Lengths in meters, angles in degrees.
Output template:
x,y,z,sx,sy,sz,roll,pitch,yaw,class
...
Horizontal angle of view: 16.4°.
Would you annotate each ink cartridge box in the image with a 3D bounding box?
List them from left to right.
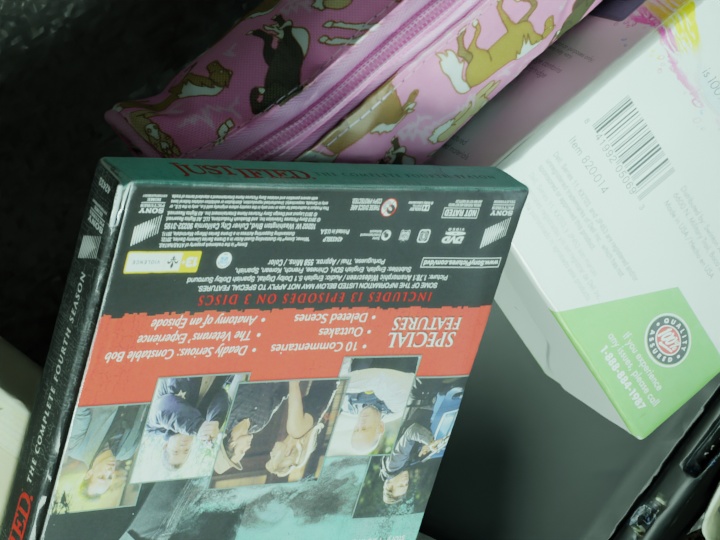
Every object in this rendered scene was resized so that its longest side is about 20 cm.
x,y,z,sx,sy,sz,roll,pitch,yaw,class
0.123,-0.057,0.819,0.200,0.067,0.117,-40,119,-9,ink cartridge box

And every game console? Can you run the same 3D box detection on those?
x,y,z,sx,sy,sz,roll,pitch,yaw,class
0.110,0.024,0.983,0.200,0.116,0.176,-56,165,22,game console

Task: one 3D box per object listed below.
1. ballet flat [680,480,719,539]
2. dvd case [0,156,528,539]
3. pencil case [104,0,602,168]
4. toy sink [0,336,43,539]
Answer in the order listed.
x,y,z,sx,sy,sz,roll,pitch,yaw,class
0.176,0.091,0.954,0.068,0.075,0.200,-35,174,-33,ballet flat
-0.037,0.062,0.729,0.146,0.022,0.200,-1,116,-39,dvd case
0.017,-0.076,0.754,0.200,0.083,0.087,-41,143,-4,pencil case
-0.151,0.062,0.743,0.112,0.130,0.200,-50,137,-2,toy sink
